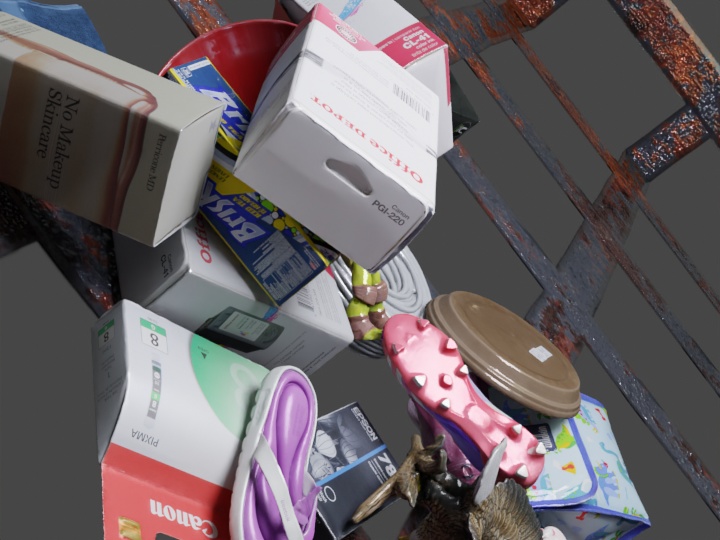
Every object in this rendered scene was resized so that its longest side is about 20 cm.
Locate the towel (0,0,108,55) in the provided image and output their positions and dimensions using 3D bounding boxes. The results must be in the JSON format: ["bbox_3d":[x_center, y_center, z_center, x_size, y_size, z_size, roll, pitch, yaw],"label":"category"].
[{"bbox_3d":[-0.295,-0.192,1.025,0.112,0.048,0.199,60,24,13],"label":"towel"}]

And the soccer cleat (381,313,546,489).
[{"bbox_3d":[0.087,0.126,1.085,0.200,0.077,0.067,45,62,6],"label":"soccer cleat"}]

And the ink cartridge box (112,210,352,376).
[{"bbox_3d":[-0.114,-0.002,1.030,0.199,0.085,0.149,26,35,-42],"label":"ink cartridge box"}]

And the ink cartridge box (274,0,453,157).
[{"bbox_3d":[0.004,-0.210,1.204,0.200,0.085,0.148,49,-18,33],"label":"ink cartridge box"}]

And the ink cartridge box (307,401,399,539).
[{"bbox_3d":[-0.015,0.177,1.045,0.100,0.039,0.200,56,23,9],"label":"ink cartridge box"}]

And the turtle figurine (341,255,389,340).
[{"bbox_3d":[0.002,-0.017,1.115,0.200,0.064,0.163,-20,106,-83],"label":"turtle figurine"}]

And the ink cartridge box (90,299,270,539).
[{"bbox_3d":[-0.126,0.135,0.890,0.160,0.050,0.201,32,29,-39],"label":"ink cartridge box"}]

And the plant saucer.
[{"bbox_3d":[0.159,0.084,1.260,0.199,0.030,0.200,31,17,-10],"label":"plant saucer"}]

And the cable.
[{"bbox_3d":[0.000,0.000,1.276,0.201,0.069,0.200,54,23,3],"label":"cable"}]

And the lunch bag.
[{"bbox_3d":[0.202,0.215,1.296,0.199,0.128,0.171,20,38,-32],"label":"lunch bag"}]

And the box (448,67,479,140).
[{"bbox_3d":[0.047,-0.244,1.626,0.199,0.124,0.150,8,50,-59],"label":"box"}]

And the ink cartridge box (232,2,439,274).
[{"bbox_3d":[-0.013,-0.113,0.967,0.145,0.085,0.201,35,28,-17],"label":"ink cartridge box"}]

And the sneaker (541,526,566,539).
[{"bbox_3d":[0.172,0.312,1.152,0.106,0.075,0.200,65,18,16],"label":"sneaker"}]

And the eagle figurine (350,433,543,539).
[{"bbox_3d":[0.092,0.242,1.022,0.201,0.151,0.151,56,-11,-7],"label":"eagle figurine"}]

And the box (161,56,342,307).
[{"bbox_3d":[-0.098,-0.074,0.959,0.201,0.064,0.070,51,26,-2],"label":"box"}]

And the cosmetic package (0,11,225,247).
[{"bbox_3d":[-0.216,-0.109,0.886,0.198,0.104,0.087,21,25,8],"label":"cosmetic package"}]

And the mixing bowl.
[{"bbox_3d":[-0.103,-0.138,1.167,0.109,0.198,0.202,69,0,-57],"label":"mixing bowl"}]

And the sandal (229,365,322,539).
[{"bbox_3d":[-0.056,0.163,0.898,0.082,0.049,0.205,32,49,-43],"label":"sandal"}]

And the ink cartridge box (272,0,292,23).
[{"bbox_3d":[-0.075,-0.176,1.273,0.163,0.057,0.200,57,-11,8],"label":"ink cartridge box"}]

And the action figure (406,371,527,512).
[{"bbox_3d":[0.093,0.201,1.176,0.133,0.149,0.202,-2,73,-27],"label":"action figure"}]
